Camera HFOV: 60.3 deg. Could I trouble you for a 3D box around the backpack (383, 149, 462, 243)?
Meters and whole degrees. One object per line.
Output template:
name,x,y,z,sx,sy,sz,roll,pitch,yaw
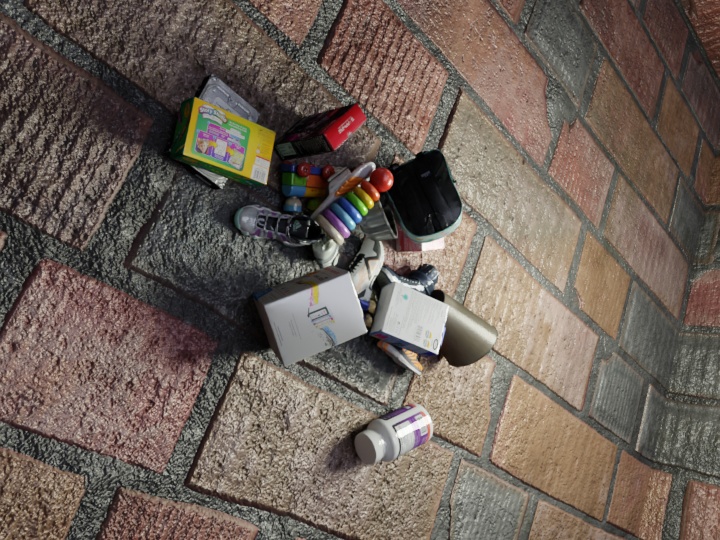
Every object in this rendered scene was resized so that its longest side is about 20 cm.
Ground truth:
backpack,0.159,-0.169,1.532,0.175,0.153,0.201,-23,72,-2

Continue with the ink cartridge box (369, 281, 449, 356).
ink cartridge box,0.138,0.131,1.565,0.199,0.076,0.137,23,70,-17

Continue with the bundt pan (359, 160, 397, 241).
bundt pan,0.025,-0.162,1.533,0.202,0.075,0.203,-19,90,-79

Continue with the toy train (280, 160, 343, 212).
toy train,-0.099,-0.193,1.473,0.199,0.084,0.117,-1,101,-42

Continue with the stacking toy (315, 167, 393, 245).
stacking toy,-0.005,-0.153,1.403,0.200,0.085,0.085,-43,121,-2

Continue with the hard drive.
hard drive,-0.310,-0.292,1.311,0.140,0.038,0.201,37,66,-36

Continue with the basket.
basket,0.253,0.155,1.733,0.200,0.180,0.136,42,38,-26

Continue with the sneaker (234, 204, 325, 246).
sneaker,-0.166,-0.102,1.368,0.199,0.139,0.078,10,84,-41

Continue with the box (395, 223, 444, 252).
box,0.157,-0.154,1.681,0.094,0.102,0.201,-8,94,-41

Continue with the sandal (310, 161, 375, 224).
sandal,-0.057,-0.189,1.428,0.059,0.207,0.079,52,14,17

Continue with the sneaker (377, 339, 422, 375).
sneaker,0.132,0.198,1.650,0.112,0.077,0.200,-56,139,-13

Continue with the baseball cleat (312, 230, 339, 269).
baseball cleat,-0.069,-0.087,1.515,0.107,0.069,0.201,88,23,-48

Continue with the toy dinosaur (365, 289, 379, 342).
toy dinosaur,0.041,0.136,1.619,0.088,0.047,0.201,-47,123,-38

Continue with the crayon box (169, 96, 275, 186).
crayon box,-0.278,-0.259,1.275,0.199,0.058,0.120,16,79,-40

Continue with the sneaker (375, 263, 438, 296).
sneaker,0.129,0.017,1.663,0.146,0.077,0.203,-52,132,-15

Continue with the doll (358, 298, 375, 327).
doll,-0.066,0.094,1.494,0.199,0.048,0.137,2,114,-22

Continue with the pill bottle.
pill bottle,0.085,0.428,1.612,0.199,0.111,0.112,-13,99,-40

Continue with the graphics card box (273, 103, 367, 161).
graphics card box,-0.095,-0.308,1.392,0.126,0.199,0.051,-49,120,-28

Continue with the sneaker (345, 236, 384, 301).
sneaker,0.000,0.000,1.562,0.080,0.073,0.201,26,73,-36

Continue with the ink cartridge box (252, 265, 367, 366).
ink cartridge box,-0.113,0.093,1.369,0.199,0.147,0.146,-21,103,-16
